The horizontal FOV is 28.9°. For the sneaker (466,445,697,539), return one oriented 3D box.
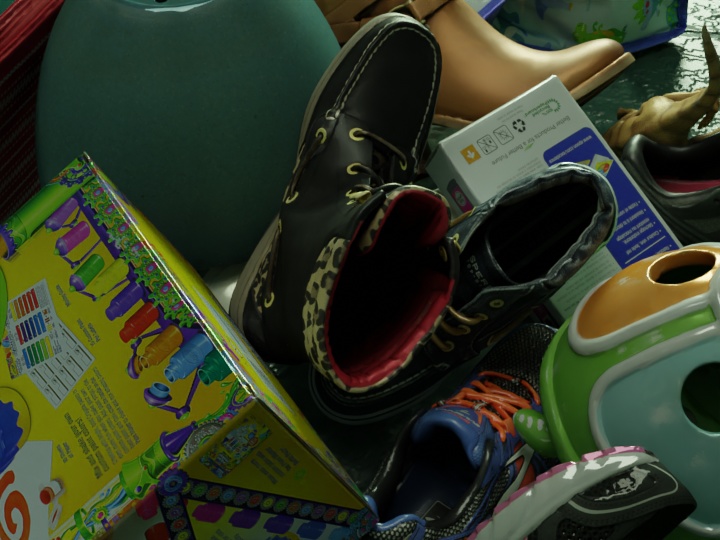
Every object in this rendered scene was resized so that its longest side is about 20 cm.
[{"bbox_3d":[0.072,0.162,0.591,0.200,0.080,0.087,-47,56,17],"label":"sneaker"}]

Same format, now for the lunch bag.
[{"bbox_3d":[0.121,-0.228,1.014,0.198,0.129,0.170,-17,42,-25],"label":"lunch bag"}]

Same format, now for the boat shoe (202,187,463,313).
[{"bbox_3d":[0.001,0.003,0.823,0.199,0.060,0.073,-18,73,-11],"label":"boat shoe"}]

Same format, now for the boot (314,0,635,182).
[{"bbox_3d":[0.061,-0.152,0.894,0.198,0.157,0.077,-21,-2,19],"label":"boot"}]

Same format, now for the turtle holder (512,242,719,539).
[{"bbox_3d":[0.172,0.074,0.646,0.139,0.132,0.187,-8,61,-31],"label":"turtle holder"}]

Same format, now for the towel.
[{"bbox_3d":[-0.212,-0.096,0.865,0.022,0.201,0.145,29,48,3],"label":"towel"}]

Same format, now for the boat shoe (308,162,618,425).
[{"bbox_3d":[0.047,0.010,0.726,0.200,0.091,0.071,-39,84,8],"label":"boat shoe"}]

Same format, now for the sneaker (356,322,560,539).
[{"bbox_3d":[0.058,0.092,0.700,0.075,0.079,0.200,18,47,24],"label":"sneaker"}]

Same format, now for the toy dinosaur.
[{"bbox_3d":[0.193,-0.090,0.864,0.105,0.200,0.061,-6,80,-28],"label":"toy dinosaur"}]

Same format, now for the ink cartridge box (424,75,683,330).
[{"bbox_3d":[0.131,-0.008,0.796,0.094,0.037,0.201,-30,77,-25],"label":"ink cartridge box"}]

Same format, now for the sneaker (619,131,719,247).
[{"bbox_3d":[0.241,-0.041,0.819,0.197,0.084,0.077,4,43,13],"label":"sneaker"}]

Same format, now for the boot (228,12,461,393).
[{"bbox_3d":[0.007,-0.035,0.700,0.202,0.073,0.150,-62,20,-3],"label":"boot"}]

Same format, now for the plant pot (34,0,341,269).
[{"bbox_3d":[-0.098,-0.119,0.801,0.197,0.136,0.202,-1,45,1],"label":"plant pot"}]

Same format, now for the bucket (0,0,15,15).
[{"bbox_3d":[-0.247,-0.235,1.067,0.204,0.136,0.209,-5,41,4],"label":"bucket"}]

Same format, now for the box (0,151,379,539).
[{"bbox_3d":[-0.134,0.089,0.651,0.192,0.122,0.200,-40,47,-1],"label":"box"}]
